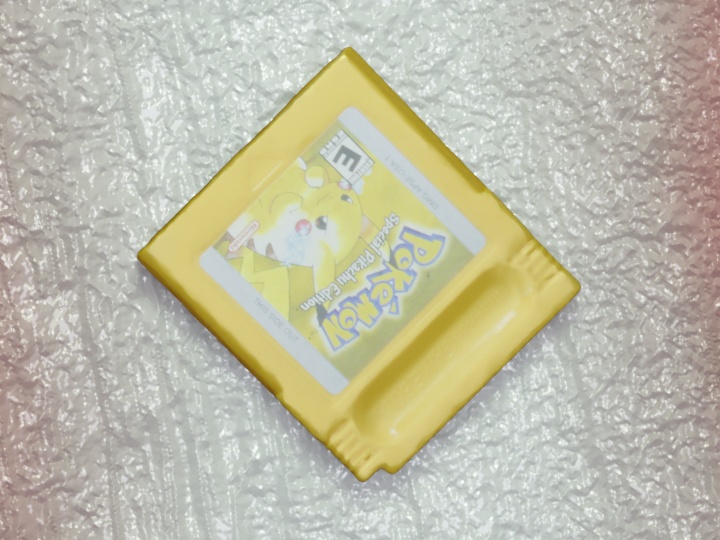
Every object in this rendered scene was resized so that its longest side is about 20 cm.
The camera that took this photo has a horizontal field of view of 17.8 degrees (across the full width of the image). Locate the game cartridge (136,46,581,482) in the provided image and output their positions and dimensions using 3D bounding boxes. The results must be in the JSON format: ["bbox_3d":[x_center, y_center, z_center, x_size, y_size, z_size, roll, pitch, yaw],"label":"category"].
[{"bbox_3d":[0.000,0.000,1.345,0.200,0.032,0.176,45,89,-5],"label":"game cartridge"}]
